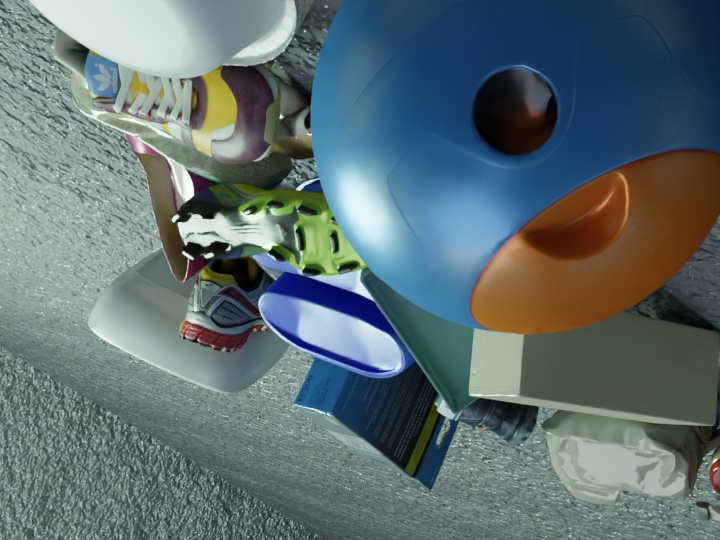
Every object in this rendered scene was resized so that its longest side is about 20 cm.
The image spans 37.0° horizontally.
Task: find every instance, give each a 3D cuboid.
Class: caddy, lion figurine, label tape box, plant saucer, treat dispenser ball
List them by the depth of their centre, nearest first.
[{"bbox_3d":[0.076,-0.071,0.503,0.199,0.202,0.201,22,161,8],"label":"treat dispenser ball"},{"bbox_3d":[-0.022,-0.100,0.779,0.199,0.073,0.122,28,175,40],"label":"lion figurine"},{"bbox_3d":[0.064,0.039,0.833,0.200,0.070,0.019,55,180,-44],"label":"plant saucer"},{"bbox_3d":[0.000,0.000,0.910,0.199,0.105,0.143,18,128,33],"label":"caddy"},{"bbox_3d":[0.032,0.131,1.164,0.066,0.144,0.200,7,154,41],"label":"label tape box"}]

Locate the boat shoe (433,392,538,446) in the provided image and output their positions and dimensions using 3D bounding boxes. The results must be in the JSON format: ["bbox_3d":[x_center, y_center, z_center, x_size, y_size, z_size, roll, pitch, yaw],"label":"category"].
[{"bbox_3d":[0.126,0.127,1.070,0.090,0.071,0.200,26,-174,4],"label":"boat shoe"}]

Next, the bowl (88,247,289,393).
[{"bbox_3d":[-0.175,0.038,1.188,0.199,0.075,0.200,25,-155,9],"label":"bowl"}]

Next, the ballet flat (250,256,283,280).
[{"bbox_3d":[-0.057,-0.012,1.046,0.069,0.070,0.200,6,152,43],"label":"ballet flat"}]

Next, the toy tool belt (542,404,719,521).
[{"bbox_3d":[0.274,0.141,0.977,0.198,0.123,0.126,2,124,32],"label":"toy tool belt"}]

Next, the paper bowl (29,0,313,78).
[{"bbox_3d":[-0.120,-0.186,0.602,0.199,0.105,0.201,21,160,8],"label":"paper bowl"}]

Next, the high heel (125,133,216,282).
[{"bbox_3d":[-0.180,-0.071,0.984,0.067,0.097,0.200,18,159,21],"label":"high heel"}]

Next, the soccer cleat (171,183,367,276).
[{"bbox_3d":[-0.055,-0.040,0.808,0.199,0.084,0.065,5,117,39],"label":"soccer cleat"}]

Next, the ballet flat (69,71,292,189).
[{"bbox_3d":[-0.146,-0.124,0.859,0.198,0.068,0.063,22,140,7],"label":"ballet flat"}]

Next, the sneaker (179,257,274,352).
[{"bbox_3d":[-0.109,0.017,1.078,0.077,0.083,0.200,18,-164,11],"label":"sneaker"}]

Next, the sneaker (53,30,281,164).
[{"bbox_3d":[-0.134,-0.121,0.726,0.090,0.076,0.199,-5,-156,-40],"label":"sneaker"}]

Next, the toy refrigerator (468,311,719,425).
[{"bbox_3d":[0.182,0.072,0.830,0.198,0.077,0.070,11,169,-29],"label":"toy refrigerator"}]
